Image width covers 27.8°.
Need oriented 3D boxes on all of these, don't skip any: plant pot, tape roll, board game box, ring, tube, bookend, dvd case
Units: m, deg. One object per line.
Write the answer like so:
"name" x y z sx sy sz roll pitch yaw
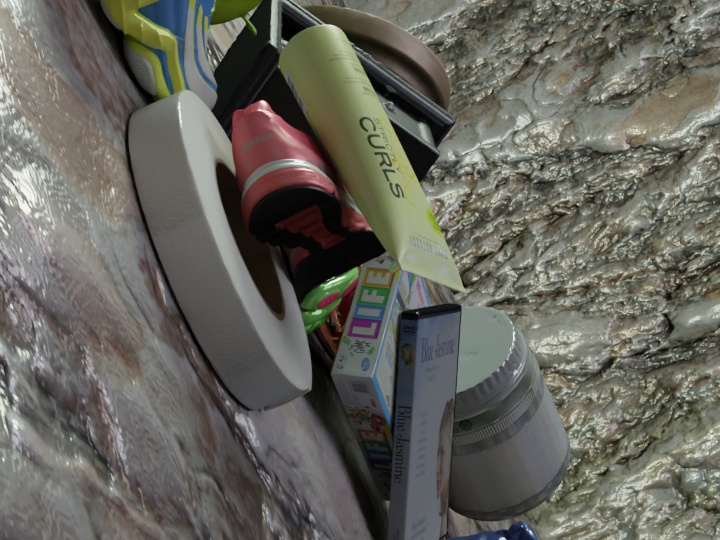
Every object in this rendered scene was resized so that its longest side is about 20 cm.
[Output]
"plant pot" -0.021 -0.143 1.330 0.201 0.199 0.094 59 39 -55
"tape roll" -0.084 -0.012 0.905 0.203 0.037 0.205 -23 90 -84
"board game box" 0.028 0.083 1.185 0.201 0.034 0.135 72 29 -51
"ring" -0.045 -0.012 1.315 0.200 0.019 0.202 -21 90 -84
"tube" 0.008 -0.071 0.936 0.052 0.057 0.201 106 -35 -53
"bookend" -0.018 -0.114 1.162 0.198 0.092 0.200 34 17 -14
"dvd case" 0.053 0.130 1.188 0.143 0.017 0.203 -4 98 -72

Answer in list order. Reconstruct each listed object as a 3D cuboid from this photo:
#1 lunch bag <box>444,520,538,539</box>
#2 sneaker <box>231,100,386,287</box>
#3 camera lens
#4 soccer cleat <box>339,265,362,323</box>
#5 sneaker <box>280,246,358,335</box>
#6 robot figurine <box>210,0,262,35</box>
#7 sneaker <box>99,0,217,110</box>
"lunch bag" 0.060 0.257 0.814 0.136 0.131 0.202 92 -21 -66
"sneaker" -0.034 -0.053 0.969 0.200 0.073 0.088 52 15 -69
"camera lens" 0.133 0.161 1.596 0.161 0.159 0.201 -102 168 -56
"soccer cleat" 0.000 0.000 1.288 0.073 0.068 0.202 -65 136 -76
"sneaker" -0.047 -0.014 1.146 0.083 0.077 0.200 35 20 -14
"robot figurine" -0.124 -0.268 1.056 0.175 0.115 0.202 6 63 -64
"sneaker" -0.111 -0.179 0.922 0.201 0.104 0.076 60 10 -50
